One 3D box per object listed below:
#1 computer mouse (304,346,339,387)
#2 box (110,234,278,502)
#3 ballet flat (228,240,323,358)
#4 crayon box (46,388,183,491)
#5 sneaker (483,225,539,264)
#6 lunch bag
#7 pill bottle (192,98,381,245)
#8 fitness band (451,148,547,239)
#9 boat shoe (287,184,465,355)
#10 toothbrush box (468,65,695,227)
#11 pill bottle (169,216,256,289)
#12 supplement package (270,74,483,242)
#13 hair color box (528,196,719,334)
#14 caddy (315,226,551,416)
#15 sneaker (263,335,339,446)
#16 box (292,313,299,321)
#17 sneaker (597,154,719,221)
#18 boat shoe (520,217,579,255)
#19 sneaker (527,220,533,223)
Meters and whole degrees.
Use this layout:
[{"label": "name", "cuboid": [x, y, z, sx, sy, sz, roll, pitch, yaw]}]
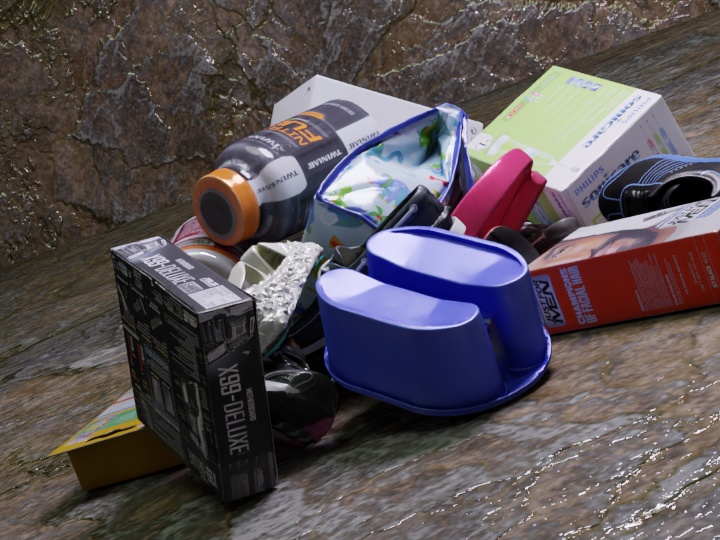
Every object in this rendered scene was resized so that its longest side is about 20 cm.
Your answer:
[{"label": "computer mouse", "cuboid": [-0.021, 0.090, 1.562, 0.200, 0.046, 0.141, -30, 20, 48]}, {"label": "box", "cuboid": [-0.135, 0.074, 1.416, 0.049, 0.159, 0.200, -15, 21, -23]}, {"label": "ballet flat", "cuboid": [-0.077, 0.009, 1.504, 0.071, 0.072, 0.200, -19, 15, 13]}, {"label": "crayon box", "cuboid": [-0.184, 0.141, 1.625, 0.125, 0.052, 0.200, -17, 10, 23]}, {"label": "sneaker", "cuboid": [0.094, 0.043, 1.569, 0.200, 0.074, 0.087, -43, -8, -48]}, {"label": "lunch bag", "cuboid": [0.031, -0.048, 1.708, 0.200, 0.127, 0.171, -53, -11, -42]}, {"label": "pill bottle", "cuboid": [-0.072, -0.090, 1.734, 0.106, 0.107, 0.199, -12, 13, 46]}, {"label": "fitness band", "cuboid": [0.107, -0.031, 1.659, 0.143, 0.037, 0.201, -38, -19, -40]}, {"label": "boat shoe", "cuboid": [0.000, 0.000, 1.541, 0.200, 0.060, 0.076, -39, 12, 17]}, {"label": "toothbrush box", "cuboid": [0.221, -0.120, 1.825, 0.146, 0.086, 0.200, -43, 28, -12]}, {"label": "pill bottle", "cuboid": [-0.148, 0.005, 1.765, 0.109, 0.110, 0.200, -20, 15, 10]}, {"label": "supplement package", "cuboid": [0.005, -0.101, 1.934, 0.198, 0.153, 0.151, 14, -12, -18]}, {"label": "hair color box", "cuboid": [0.244, -0.008, 1.466, 0.199, 0.064, 0.111, -15, 12, 42]}, {"label": "caddy", "cuboid": [0.056, 0.048, 1.408, 0.199, 0.106, 0.141, 16, 42, 41]}, {"label": "sneaker", "cuboid": [-0.075, 0.089, 1.486, 0.199, 0.080, 0.087, -5, 51, 58]}, {"label": "box", "cuboid": [-0.026, 0.038, 1.819, 0.199, 0.061, 0.116, -27, 10, -28]}, {"label": "sneaker", "cuboid": [0.274, -0.065, 1.587, 0.078, 0.071, 0.199, -21, 8, -36]}, {"label": "boat shoe", "cuboid": [0.178, -0.029, 1.747, 0.066, 0.057, 0.200, -24, 10, -14]}, {"label": "sneaker", "cuboid": [0.246, -0.081, 1.906, 0.199, 0.076, 0.079, -20, 24, 37]}]
